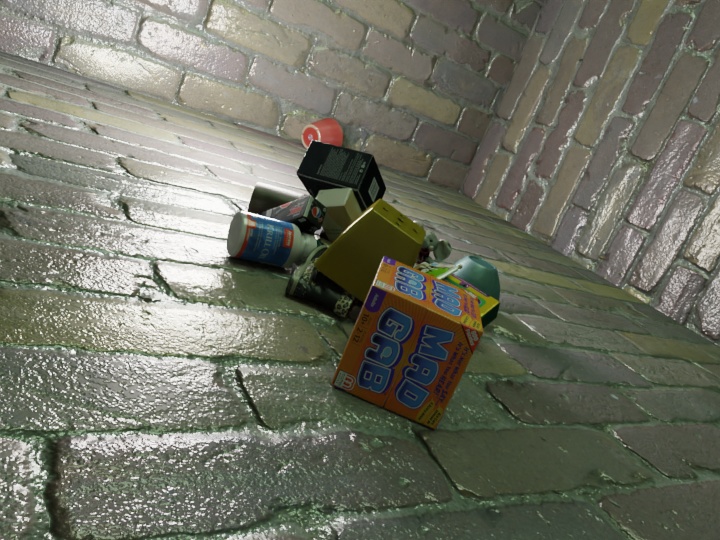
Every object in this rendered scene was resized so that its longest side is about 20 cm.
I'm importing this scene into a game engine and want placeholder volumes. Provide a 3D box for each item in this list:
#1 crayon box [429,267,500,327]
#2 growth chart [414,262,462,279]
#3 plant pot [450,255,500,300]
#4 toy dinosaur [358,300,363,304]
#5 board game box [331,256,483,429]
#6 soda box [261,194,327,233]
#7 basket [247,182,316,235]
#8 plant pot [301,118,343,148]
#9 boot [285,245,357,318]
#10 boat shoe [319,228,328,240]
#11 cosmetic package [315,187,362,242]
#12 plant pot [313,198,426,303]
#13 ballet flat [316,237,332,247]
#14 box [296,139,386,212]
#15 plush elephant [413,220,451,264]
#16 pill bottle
[{"bbox_3d":[0.214,0.088,1.489,0.172,0.058,0.200,-31,50,-34],"label":"crayon box"},{"bbox_3d":[0.150,0.008,1.532,0.200,0.018,0.145,3,26,47],"label":"growth chart"},{"bbox_3d":[0.336,0.035,1.783,0.199,0.135,0.200,21,17,-7],"label":"plant pot"},{"bbox_3d":[0.008,0.061,1.451,0.199,0.048,0.088,15,25,-14],"label":"toy dinosaur"},{"bbox_3d":[0.087,0.123,1.094,0.199,0.201,0.200,23,17,1],"label":"board game box"},{"bbox_3d":[-0.179,-0.128,1.530,0.200,0.071,0.063,-12,-37,42],"label":"soda box"},{"bbox_3d":[-0.216,-0.171,1.718,0.199,0.136,0.180,17,6,-6],"label":"basket"},{"bbox_3d":[-0.227,-0.756,3.375,0.200,0.201,0.177,32,30,27],"label":"plant pot"},{"bbox_3d":[-0.069,0.027,1.384,0.153,0.074,0.204,26,32,7],"label":"boot"},{"bbox_3d":[-0.028,-0.132,1.770,0.072,0.199,0.072,52,40,-37],"label":"boat shoe"},{"bbox_3d":[-0.046,-0.130,1.660,0.105,0.200,0.071,-1,49,26],"label":"cosmetic package"},{"bbox_3d":[0.043,-0.046,1.365,0.200,0.177,0.200,36,20,-1],"label":"plant pot"},{"bbox_3d":[-0.089,-0.038,1.588,0.069,0.070,0.200,18,18,-13],"label":"ballet flat"},{"bbox_3d":[-0.050,-0.257,1.729,0.196,0.124,0.200,16,-16,19],"label":"box"},{"bbox_3d":[0.185,-0.057,1.829,0.164,0.155,0.200,26,18,11],"label":"plush elephant"},{"bbox_3d":[-0.211,-0.069,1.441,0.199,0.113,0.112,12,20,-29],"label":"pill bottle"}]
